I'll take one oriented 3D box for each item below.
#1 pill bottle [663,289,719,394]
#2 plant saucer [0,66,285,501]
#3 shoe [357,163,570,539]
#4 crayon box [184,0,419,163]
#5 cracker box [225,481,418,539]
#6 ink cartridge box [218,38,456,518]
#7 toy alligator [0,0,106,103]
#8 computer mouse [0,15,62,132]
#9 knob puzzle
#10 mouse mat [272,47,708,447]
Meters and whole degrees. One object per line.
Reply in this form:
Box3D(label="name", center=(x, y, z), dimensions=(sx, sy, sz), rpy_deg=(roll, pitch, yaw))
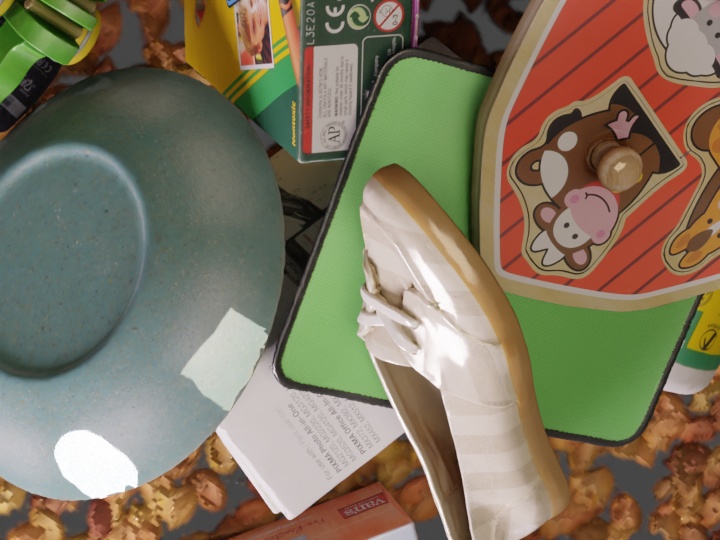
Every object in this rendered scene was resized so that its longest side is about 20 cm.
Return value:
Box3D(label="pill bottle", center=(0.165, -0.050, 1.155), dimensions=(0.113, 0.113, 0.200), rpy_deg=(20, 102, -24))
Box3D(label="plant saucer", center=(-0.126, 0.000, 1.029), dimensions=(0.201, 0.201, 0.039), rpy_deg=(-56, 144, 7))
Box3D(label="shoe", center=(0.037, 0.044, 0.979), dimensions=(0.053, 0.070, 0.200), rpy_deg=(-34, 125, -15))
Box3D(label="crayon box", center=(-0.030, -0.167, 1.011), dimensions=(0.058, 0.173, 0.200), rpy_deg=(-6, 111, -20))
Box3D(label="cracker box", center=(-0.020, 0.227, 1.224), dimensions=(0.134, 0.058, 0.200), rpy_deg=(-19, 115, -12))
Box3D(label="ink cartridge box", center=(0.000, 0.000, 1.087), dimensions=(0.200, 0.145, 0.083), rpy_deg=(-37, 122, -3))
Box3D(label="toy alligator", center=(-0.119, -0.157, 1.020), dimensions=(0.059, 0.054, 0.200), rpy_deg=(31, 80, -41))
Box3D(label="computer mouse", center=(-0.211, -0.062, 1.063), dimensions=(0.200, 0.034, 0.059), rpy_deg=(-43, 139, -2))
Box3D(label="knob puzzle", center=(0.134, -0.056, 0.988), dimensions=(0.219, 0.030, 0.220), rpy_deg=(-12, 124, -18))
Box3D(label="mouse mat", center=(0.070, -0.005, 1.016), dimensions=(0.200, 0.008, 0.161), rpy_deg=(12, 108, -27))
